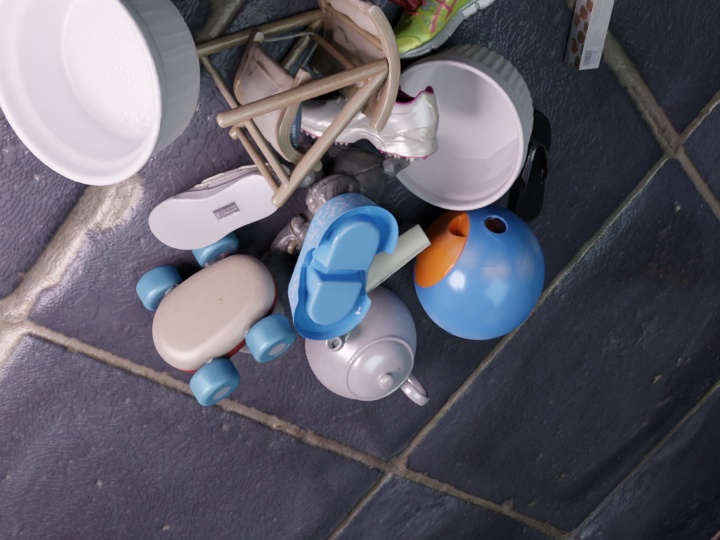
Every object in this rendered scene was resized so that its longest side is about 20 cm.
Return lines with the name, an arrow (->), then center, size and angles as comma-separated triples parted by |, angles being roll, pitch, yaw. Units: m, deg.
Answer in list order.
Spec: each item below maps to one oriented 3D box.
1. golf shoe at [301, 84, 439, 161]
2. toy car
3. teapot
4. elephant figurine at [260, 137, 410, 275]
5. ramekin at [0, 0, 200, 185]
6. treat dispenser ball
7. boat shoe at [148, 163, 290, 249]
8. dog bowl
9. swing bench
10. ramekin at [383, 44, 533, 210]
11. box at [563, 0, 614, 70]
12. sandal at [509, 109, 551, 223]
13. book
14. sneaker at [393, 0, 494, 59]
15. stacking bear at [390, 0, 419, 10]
golf shoe -> 0.006, -0.200, 0.864 | 0.195, 0.076, 0.093 | 13, 121, 11
toy car -> -0.173, 0.073, 0.965 | 0.176, 0.186, 0.200 | -37, 160, 0
teapot -> 0.016, 0.132, 1.094 | 0.196, 0.146, 0.201 | -12, 127, -22
elephant figurine -> -0.042, -0.071, 0.952 | 0.141, 0.153, 0.203 | -43, 152, -40
ramekin -> -0.255, -0.197, 0.692 | 0.196, 0.098, 0.205 | 10, 119, 18
treat dispenser ball -> 0.178, 0.001, 1.057 | 0.197, 0.202, 0.205 | -14, 128, -19
boat shoe -> -0.174, -0.086, 0.871 | 0.197, 0.066, 0.073 | -21, 113, 26
dog bowl -> -0.028, -0.006, 0.874 | 0.109, 0.050, 0.203 | 2, 124, -33
swing bench -> -0.071, -0.214, 0.774 | 0.198, 0.200, 0.131 | -35, 132, -1
ramekin -> 0.131, -0.192, 0.908 | 0.105, 0.196, 0.204 | -51, 146, -44
box -> 0.332, -0.388, 0.985 | 0.041, 0.039, 0.204 | -13, 127, -22
sandal -> 0.273, -0.160, 1.105 | 0.075, 0.043, 0.203 | -23, 129, -13
book -> 0.000, 0.000, 1.011 | 0.198, 0.134, 0.048 | -37, 98, -1
sneaker -> 0.093, -0.341, 0.869 | 0.199, 0.078, 0.091 | -41, 124, -6
stacking bear -> 0.049, -0.415, 0.770 | 0.113, 0.121, 0.203 | 23, 99, -45
